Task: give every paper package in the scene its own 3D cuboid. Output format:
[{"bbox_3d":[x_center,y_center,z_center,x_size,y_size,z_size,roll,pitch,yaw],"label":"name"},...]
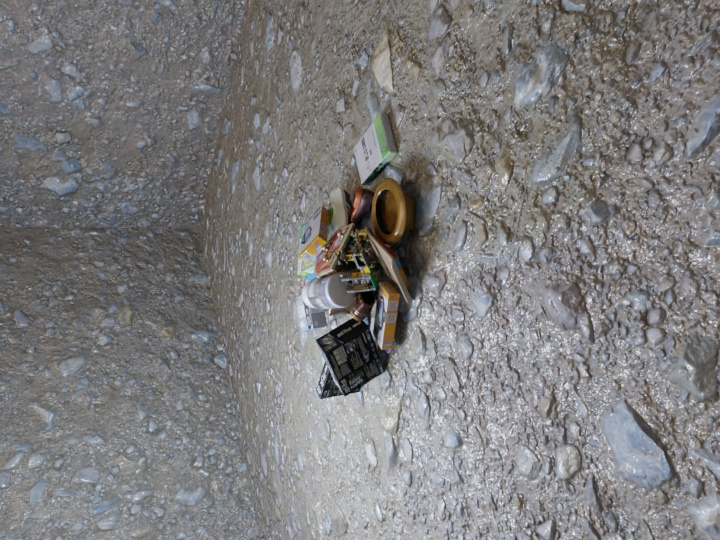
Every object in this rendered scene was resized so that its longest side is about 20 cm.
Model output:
[{"bbox_3d":[-0.094,0.036,1.913,0.200,0.102,0.193,50,135,48],"label":"paper package"}]

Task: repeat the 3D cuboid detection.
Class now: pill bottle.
[{"bbox_3d":[-0.110,0.072,1.735,0.199,0.112,0.116,-12,81,57],"label":"pill bottle"}]

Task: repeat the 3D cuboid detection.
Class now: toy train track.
[{"bbox_3d":[0.000,0.000,1.747,0.200,0.114,0.033,-45,56,26],"label":"toy train track"}]

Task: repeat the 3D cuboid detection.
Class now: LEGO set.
[{"bbox_3d":[-0.016,-0.026,1.624,0.201,0.114,0.155,62,-151,-44],"label":"LEGO set"}]

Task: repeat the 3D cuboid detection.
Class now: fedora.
[{"bbox_3d":[0.106,-0.175,1.555,0.200,0.081,0.204,5,96,62],"label":"fedora"}]

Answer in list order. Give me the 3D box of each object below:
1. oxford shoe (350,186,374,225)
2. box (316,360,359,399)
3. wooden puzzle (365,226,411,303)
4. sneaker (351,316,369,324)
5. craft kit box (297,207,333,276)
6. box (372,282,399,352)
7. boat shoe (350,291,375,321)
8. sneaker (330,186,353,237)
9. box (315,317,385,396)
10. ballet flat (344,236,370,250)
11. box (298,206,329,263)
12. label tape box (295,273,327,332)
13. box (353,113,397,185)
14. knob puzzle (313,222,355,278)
[{"bbox_3d":[0.009,-0.202,1.747,0.200,0.071,0.072,106,175,-66],"label":"oxford shoe"},{"bbox_3d":[-0.055,0.349,1.799,0.044,0.158,0.202,54,137,44],"label":"box"},{"bbox_3d":[0.090,-0.021,1.562,0.201,0.037,0.186,57,176,46],"label":"wooden puzzle"},{"bbox_3d":[-0.017,0.205,1.812,0.072,0.072,0.203,28,114,59],"label":"sneaker"},{"bbox_3d":[-0.150,-0.099,1.879,0.196,0.048,0.203,-21,60,42],"label":"craft kit box"},{"bbox_3d":[0.077,0.150,1.626,0.119,0.041,0.203,-127,43,-70],"label":"box"},{"bbox_3d":[0.019,0.093,1.687,0.071,0.070,0.200,-60,6,22],"label":"boat shoe"},{"bbox_3d":[-0.054,-0.188,1.815,0.074,0.084,0.203,-12,71,36],"label":"sneaker"},{"bbox_3d":[-0.029,0.273,1.668,0.086,0.163,0.202,42,158,54],"label":"box"},{"bbox_3d":[-0.003,-0.082,1.799,0.199,0.067,0.064,18,135,61],"label":"ballet flat"},{"bbox_3d":[-0.158,-0.132,1.805,0.119,0.041,0.201,-43,27,32],"label":"box"},{"bbox_3d":[-0.190,0.119,1.931,0.143,0.065,0.203,-27,75,64],"label":"label tape box"},{"bbox_3d":[0.046,-0.392,1.704,0.200,0.036,0.146,-41,56,56],"label":"box"},{"bbox_3d":[-0.106,-0.066,1.704,0.220,0.030,0.221,-48,22,26],"label":"knob puzzle"}]
